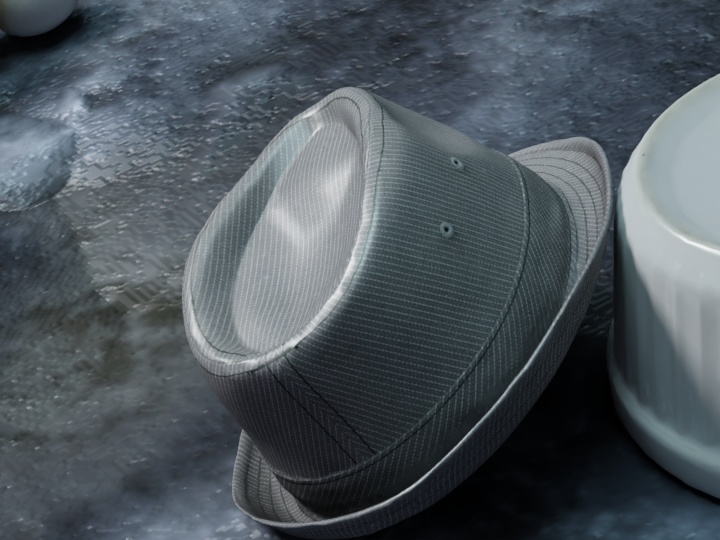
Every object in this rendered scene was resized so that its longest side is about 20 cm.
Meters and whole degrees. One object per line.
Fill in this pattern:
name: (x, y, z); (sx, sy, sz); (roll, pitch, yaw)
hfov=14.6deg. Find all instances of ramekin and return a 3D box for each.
ramekin: (0.181, -0.007, 1.013); (0.202, 0.094, 0.202); (-11, 31, 6)

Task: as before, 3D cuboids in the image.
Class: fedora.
fedora: (0.000, 0.000, 1.019); (0.177, 0.090, 0.200); (-26, 32, 36)

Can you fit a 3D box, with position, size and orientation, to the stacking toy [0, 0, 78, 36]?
stacking toy: (-0.234, -0.135, 1.387); (0.200, 0.146, 0.146); (-9, 27, -26)
